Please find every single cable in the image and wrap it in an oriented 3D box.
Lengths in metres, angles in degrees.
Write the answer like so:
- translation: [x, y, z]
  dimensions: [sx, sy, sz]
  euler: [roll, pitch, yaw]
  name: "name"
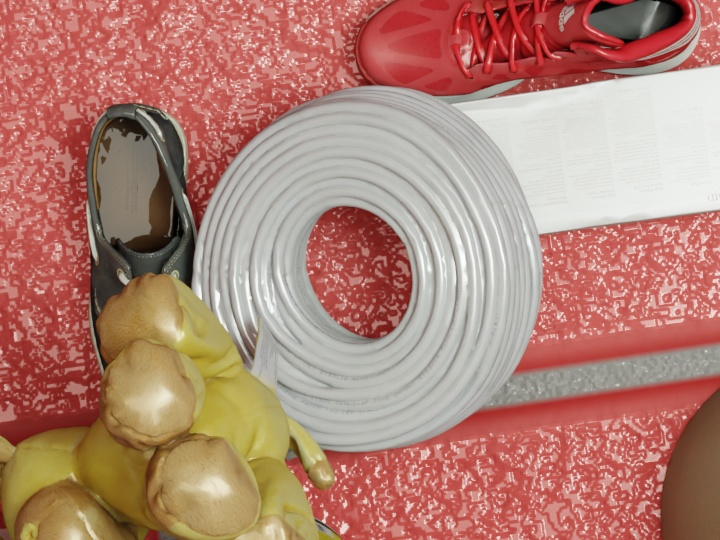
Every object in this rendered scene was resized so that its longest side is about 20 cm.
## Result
- translation: [0.000, 0.000, 1.521]
  dimensions: [0.199, 0.069, 0.201]
  euler: [-12, 90, 25]
  name: "cable"

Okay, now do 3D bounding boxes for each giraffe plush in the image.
- translation: [-0.123, 0.106, 1.431]
  dimensions: [0.162, 0.200, 0.173]
  euler: [-30, 98, 14]
  name: "giraffe plush"

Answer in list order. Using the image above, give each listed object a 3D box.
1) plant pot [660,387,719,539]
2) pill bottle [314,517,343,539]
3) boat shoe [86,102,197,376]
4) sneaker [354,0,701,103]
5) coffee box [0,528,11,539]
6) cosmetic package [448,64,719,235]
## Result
- translation: [0.257, 0.134, 1.469]
  dimensions: [0.186, 0.200, 0.188]
  euler: [0, 87, 4]
  name: "plant pot"
- translation: [-0.039, 0.201, 1.474]
  dimensions: [0.111, 0.200, 0.112]
  euler: [-1, 98, -7]
  name: "pill bottle"
- translation: [-0.124, 0.004, 1.567]
  dimensions: [0.071, 0.068, 0.201]
  euler: [-6, 88, 1]
  name: "boat shoe"
- translation: [0.092, -0.141, 1.536]
  dimensions: [0.199, 0.116, 0.079]
  euler: [-10, 86, 3]
  name: "sneaker"
- translation: [-0.191, 0.276, 1.489]
  dimensions: [0.200, 0.198, 0.200]
  euler: [41, 88, 6]
  name: "coffee box"
- translation: [0.127, -0.063, 1.562]
  dimensions: [0.199, 0.051, 0.083]
  euler: [-7, 87, 3]
  name: "cosmetic package"
